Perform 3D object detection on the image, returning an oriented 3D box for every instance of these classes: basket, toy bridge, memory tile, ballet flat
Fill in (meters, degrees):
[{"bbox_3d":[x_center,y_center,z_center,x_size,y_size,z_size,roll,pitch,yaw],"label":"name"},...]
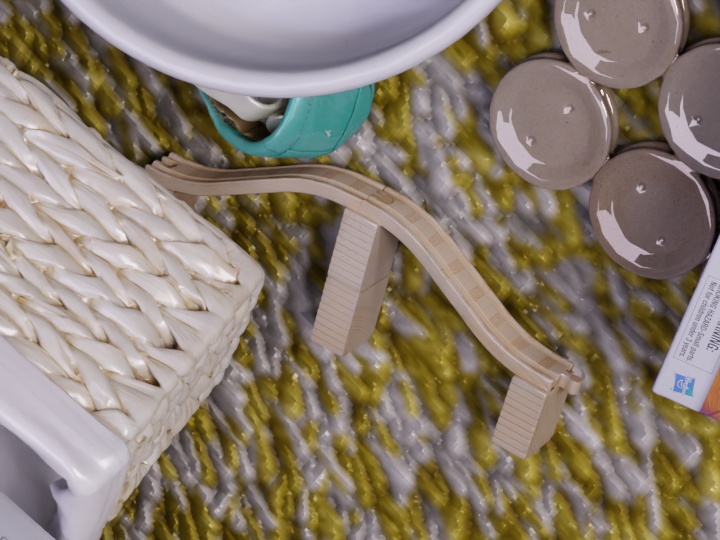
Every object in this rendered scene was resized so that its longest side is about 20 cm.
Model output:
[{"bbox_3d":[-0.150,0.006,0.901,0.200,0.123,0.136,38,152,5],"label":"basket"},{"bbox_3d":[0.000,0.000,0.901,0.200,0.027,0.067,27,121,21],"label":"toy bridge"},{"bbox_3d":[0.139,-0.075,0.792,0.153,0.017,0.200,40,125,11],"label":"memory tile"},{"bbox_3d":[-0.064,-0.129,0.861,0.067,0.070,0.200,-29,93,37],"label":"ballet flat"}]

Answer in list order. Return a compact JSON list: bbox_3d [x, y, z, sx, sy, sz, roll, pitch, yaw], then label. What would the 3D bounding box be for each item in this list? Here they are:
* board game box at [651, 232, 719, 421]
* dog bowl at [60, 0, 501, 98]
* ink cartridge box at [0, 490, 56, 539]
[{"bbox_3d":[0.193,-0.021,0.745,0.134,0.045,0.200,24,123,9],"label":"board game box"},{"bbox_3d":[-0.022,-0.161,0.775,0.199,0.079,0.201,2,100,9],"label":"dog bowl"},{"bbox_3d":[-0.208,0.099,0.922,0.160,0.047,0.200,41,150,-1],"label":"ink cartridge box"}]
